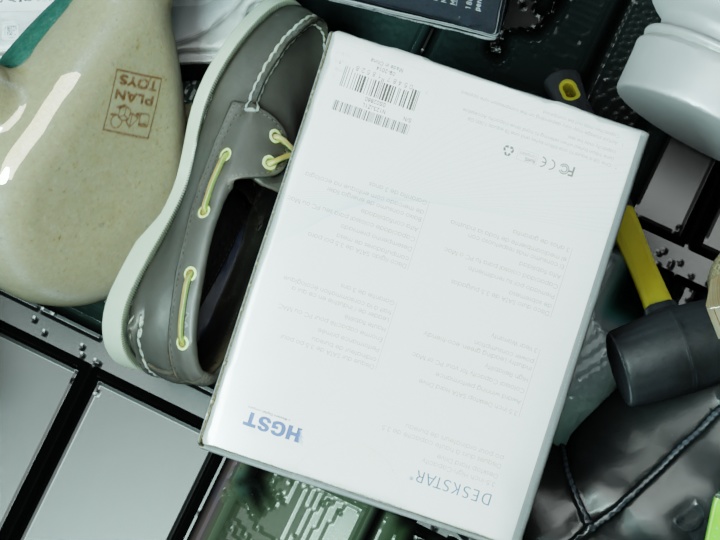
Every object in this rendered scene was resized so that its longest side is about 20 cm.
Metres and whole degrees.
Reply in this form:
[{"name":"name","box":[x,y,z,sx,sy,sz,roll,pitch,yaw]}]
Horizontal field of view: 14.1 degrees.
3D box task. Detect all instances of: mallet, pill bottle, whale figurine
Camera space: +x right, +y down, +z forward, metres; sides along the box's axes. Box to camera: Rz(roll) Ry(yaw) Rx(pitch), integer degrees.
[{"name":"mallet","box":[0.138,-0.024,1.416,0.065,0.041,0.201,-10,53,-1]},{"name":"pill bottle","box":[0.211,-0.155,1.420,0.113,0.113,0.201,27,84,12]},{"name":"whale figurine","box":[-0.143,-0.086,1.443,0.104,0.158,0.201,26,104,48]}]

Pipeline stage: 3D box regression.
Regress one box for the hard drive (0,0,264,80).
[{"name":"hard drive","box":[-0.135,-0.168,1.509,0.199,0.038,0.141,-1,79,8]}]

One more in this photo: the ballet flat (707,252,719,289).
[{"name":"ballet flat","box":[0.268,0.001,1.400,0.199,0.068,0.076,-15,48,1]}]

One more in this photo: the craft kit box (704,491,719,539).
[{"name":"craft kit box","box":[0.237,0.219,1.324,0.196,0.048,0.201,15,103,20]}]

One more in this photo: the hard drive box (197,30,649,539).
[{"name":"hard drive box","box":[0.029,0.011,1.345,0.155,0.077,0.201,19,86,2]}]

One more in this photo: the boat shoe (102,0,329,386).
[{"name":"boat shoe","box":[-0.056,-0.038,1.429,0.060,0.072,0.202,17,79,36]}]

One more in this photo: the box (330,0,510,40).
[{"name":"box","box":[-0.003,-0.231,1.401,0.195,0.124,0.200,13,39,4]}]

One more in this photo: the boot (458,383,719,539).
[{"name":"boot","box":[0.112,0.081,1.412,0.162,0.073,0.199,-40,78,-2]}]

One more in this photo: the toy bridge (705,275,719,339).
[{"name":"toy bridge","box":[0.208,0.086,1.230,0.067,0.027,0.201,-14,115,21]}]
